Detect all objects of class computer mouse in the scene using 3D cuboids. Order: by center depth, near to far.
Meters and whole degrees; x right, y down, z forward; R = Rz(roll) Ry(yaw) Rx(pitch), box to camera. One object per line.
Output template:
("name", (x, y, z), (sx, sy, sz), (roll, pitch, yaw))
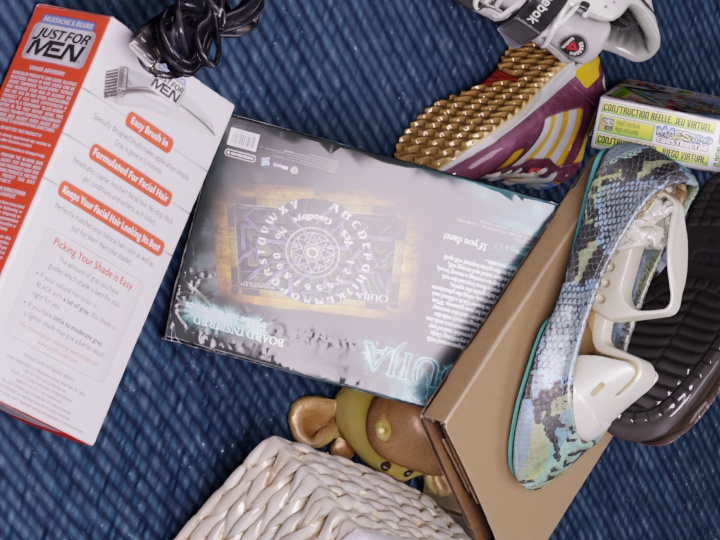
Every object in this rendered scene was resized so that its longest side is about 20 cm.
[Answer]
("computer mouse", (-0.112, -0.202, 1.209), (0.139, 0.053, 0.200), (-51, 130, -62))

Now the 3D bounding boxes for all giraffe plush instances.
("giraffe plush", (0.039, 0.056, 1.457), (0.200, 0.173, 0.162), (-5, 120, -87))

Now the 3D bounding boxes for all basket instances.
("basket", (-0.010, 0.193, 1.401), (0.136, 0.123, 0.200), (-48, 145, 11))

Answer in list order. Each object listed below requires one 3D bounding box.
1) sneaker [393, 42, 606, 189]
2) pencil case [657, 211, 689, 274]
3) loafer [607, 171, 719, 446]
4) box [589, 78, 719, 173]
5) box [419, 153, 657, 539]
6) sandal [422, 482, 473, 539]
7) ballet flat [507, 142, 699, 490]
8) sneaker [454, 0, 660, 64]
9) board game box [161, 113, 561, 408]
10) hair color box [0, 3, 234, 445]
("sneaker", (0.100, -0.081, 1.526), (0.200, 0.075, 0.090), (-39, 124, -38))
("pencil case", (0.247, 0.001, 1.730), (0.200, 0.091, 0.083), (-21, 117, -47))
("loafer", (0.205, 0.031, 1.382), (0.200, 0.073, 0.071), (-55, 140, -27))
("box", (0.218, -0.096, 1.579), (0.200, 0.110, 0.035), (-36, 138, -77))
("box", (0.112, 0.059, 1.346), (0.200, 0.021, 0.164), (-55, 142, -27))
("sandal", (0.084, 0.111, 1.594), (0.070, 0.078, 0.212), (-23, 132, -83))
("ballet flat", (0.136, 0.029, 1.288), (0.074, 0.074, 0.200), (14, 91, -53))
("sneaker", (0.117, -0.174, 1.477), (0.200, 0.089, 0.074), (4, 140, -39))
("board game box", (0.000, 0.000, 1.339), (0.028, 0.200, 0.135), (-104, -150, -87))
("hair color box", (-0.153, -0.023, 1.227), (0.111, 0.064, 0.200), (34, 75, -50))
